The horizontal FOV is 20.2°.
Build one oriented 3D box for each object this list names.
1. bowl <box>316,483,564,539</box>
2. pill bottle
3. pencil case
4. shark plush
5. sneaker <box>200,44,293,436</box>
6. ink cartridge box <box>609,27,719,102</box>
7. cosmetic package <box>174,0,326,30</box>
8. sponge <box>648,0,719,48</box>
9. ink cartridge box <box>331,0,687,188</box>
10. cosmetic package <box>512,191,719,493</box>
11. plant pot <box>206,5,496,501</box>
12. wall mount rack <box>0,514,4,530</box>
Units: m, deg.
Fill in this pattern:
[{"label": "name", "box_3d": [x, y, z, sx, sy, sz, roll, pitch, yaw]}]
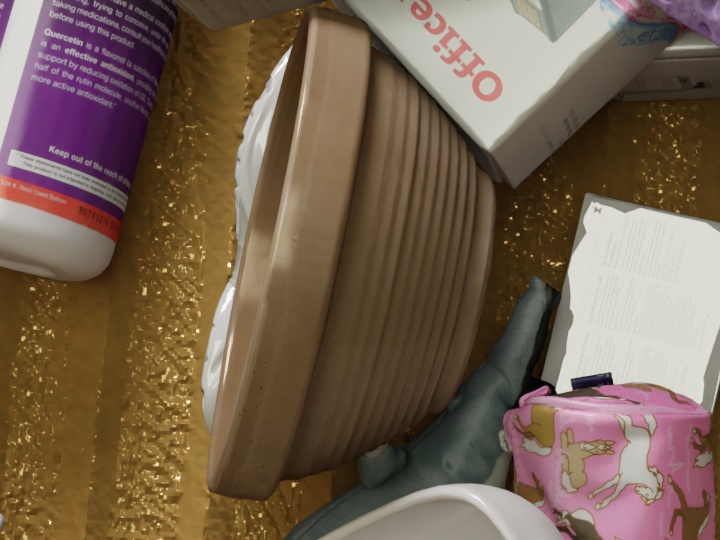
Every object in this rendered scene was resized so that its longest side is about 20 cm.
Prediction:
[{"label": "bowl", "box_3d": [0.038, 0.196, 0.802, 0.199, 0.074, 0.201, -35, 72, 36]}, {"label": "pill bottle", "box_3d": [-0.151, -0.103, 0.978, 0.111, 0.112, 0.202, 13, 82, 13]}, {"label": "pencil case", "box_3d": [0.101, 0.147, 0.845, 0.082, 0.086, 0.202, -2, 96, -30]}, {"label": "shark plush", "box_3d": [0.027, 0.095, 0.887, 0.200, 0.083, 0.091, -47, 33, 15]}, {"label": "sneaker", "box_3d": [-0.014, -0.012, 0.962, 0.098, 0.078, 0.202, 9, 90, 6]}, {"label": "ink cartridge box", "box_3d": [0.127, -0.159, 0.949, 0.198, 0.083, 0.148, -1, 80, 11]}, {"label": "cosmetic package", "box_3d": [0.013, -0.174, 0.806, 0.198, 0.074, 0.103, -15, 79, 11]}, {"label": "sponge", "box_3d": [0.218, -0.105, 0.787, 0.199, 0.030, 0.112, 32, 108, -3]}, {"label": "ink cartridge box", "box_3d": [0.084, -0.158, 0.870, 0.200, 0.087, 0.146, -43, 75, 4]}, {"label": "cosmetic package", "box_3d": [0.119, 0.073, 0.925, 0.082, 0.051, 0.202, 14, 83, 10]}, {"label": "plant pot", "box_3d": [0.000, 0.000, 0.830, 0.092, 0.201, 0.203, 12, 82, -5]}, {"label": "wall mount rack", "box_3d": [-0.257, 0.151, 0.971, 0.172, 0.075, 0.202, 18, 84, 13]}]
